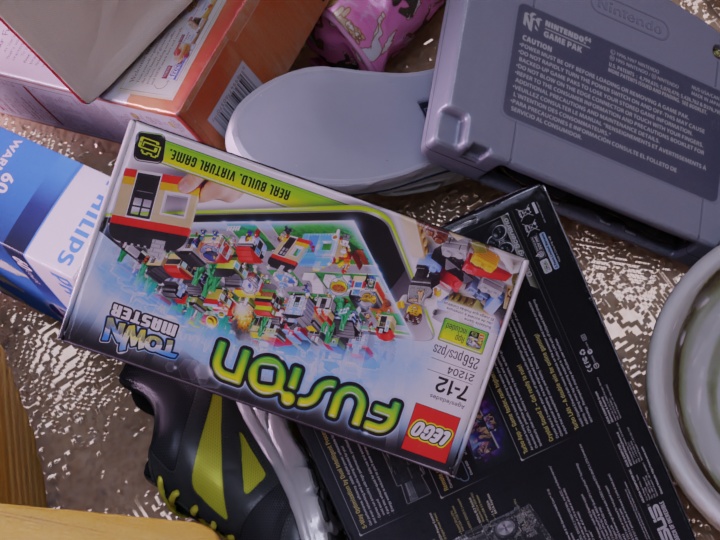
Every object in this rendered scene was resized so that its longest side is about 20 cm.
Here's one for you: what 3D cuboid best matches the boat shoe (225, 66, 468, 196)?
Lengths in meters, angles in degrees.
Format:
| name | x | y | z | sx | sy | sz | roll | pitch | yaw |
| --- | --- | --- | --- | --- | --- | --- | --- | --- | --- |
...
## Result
| name | x | y | z | sx | sy | sz | roll | pitch | yaw |
| --- | --- | --- | --- | --- | --- | --- | --- | --- | --- |
| boat shoe | 0.017 | -0.066 | 1.085 | 0.198 | 0.065 | 0.074 | -7 | 65 | -26 |

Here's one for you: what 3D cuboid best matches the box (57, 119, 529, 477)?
| name | x | y | z | sx | sy | sz | roll | pitch | yaw |
| --- | --- | --- | --- | --- | --- | --- | --- | --- | --- |
| box | -0.031 | 0.013 | 0.978 | 0.198 | 0.035 | 0.111 | 19 | 89 | -4 |

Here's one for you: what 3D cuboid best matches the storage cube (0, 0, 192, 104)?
| name | x | y | z | sx | sy | sz | roll | pitch | yaw |
| --- | --- | --- | --- | --- | --- | --- | --- | --- | --- |
| storage cube | -0.161 | -0.228 | 1.035 | 0.171 | 0.200 | 0.180 | -42 | 52 | 0 |

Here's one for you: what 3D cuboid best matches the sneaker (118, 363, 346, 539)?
| name | x | y | z | sx | sy | sz | roll | pitch | yaw |
| --- | --- | --- | --- | --- | --- | --- | --- | --- | --- |
| sneaker | -0.063 | 0.113 | 1.062 | 0.084 | 0.075 | 0.201 | -24 | 61 | 1 |

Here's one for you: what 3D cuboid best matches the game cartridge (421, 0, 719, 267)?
| name | x | y | z | sx | sy | sz | roll | pitch | yaw |
| --- | --- | --- | --- | --- | --- | --- | --- | --- | --- |
| game cartridge | 0.129 | -0.089 | 1.088 | 0.199 | 0.041 | 0.134 | 21 | 61 | -21 |

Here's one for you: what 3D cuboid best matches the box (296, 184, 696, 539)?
| name | x | y | z | sx | sy | sz | roll | pitch | yaw |
| --- | --- | --- | --- | --- | --- | --- | --- | --- | --- |
| box | 0.056 | 0.080 | 1.023 | 0.159 | 0.044 | 0.201 | -25 | 92 | -4 |

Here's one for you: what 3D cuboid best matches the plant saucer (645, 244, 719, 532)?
| name | x | y | z | sx | sy | sz | roll | pitch | yaw |
| --- | --- | --- | --- | --- | --- | --- | --- | --- | --- |
| plant saucer | 0.241 | 0.071 | 1.051 | 0.198 | 0.050 | 0.202 | 1 | 63 | -2 |

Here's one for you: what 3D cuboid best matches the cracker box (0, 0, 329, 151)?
| name | x | y | z | sx | sy | sz | roll | pitch | yaw |
| --- | --- | --- | --- | --- | --- | --- | --- | --- | --- |
| cracker box | -0.120 | -0.139 | 1.118 | 0.199 | 0.058 | 0.135 | 16 | 70 | 39 |

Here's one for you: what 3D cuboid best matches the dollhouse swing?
| name | x | y | z | sx | sy | sz | roll | pitch | yaw |
| --- | --- | --- | --- | --- | --- | --- | --- | --- | --- |
| dollhouse swing | -0.108 | 0.137 | 0.986 | 0.180 | 0.201 | 0.177 | 4 | 58 | 5 |

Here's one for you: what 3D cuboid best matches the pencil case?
| name | x | y | z | sx | sy | sz | roll | pitch | yaw |
| --- | --- | --- | --- | --- | --- | --- | --- | --- | --- |
| pencil case | 0.043 | -0.189 | 1.149 | 0.200 | 0.087 | 0.083 | -46 | 38 | -12 |

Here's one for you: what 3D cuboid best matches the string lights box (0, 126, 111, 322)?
| name | x | y | z | sx | sy | sz | roll | pitch | yaw |
| --- | --- | --- | --- | --- | --- | --- | --- | --- | --- |
| string lights box | -0.190 | -0.033 | 1.078 | 0.199 | 0.103 | 0.059 | 24 | 72 | 27 |
